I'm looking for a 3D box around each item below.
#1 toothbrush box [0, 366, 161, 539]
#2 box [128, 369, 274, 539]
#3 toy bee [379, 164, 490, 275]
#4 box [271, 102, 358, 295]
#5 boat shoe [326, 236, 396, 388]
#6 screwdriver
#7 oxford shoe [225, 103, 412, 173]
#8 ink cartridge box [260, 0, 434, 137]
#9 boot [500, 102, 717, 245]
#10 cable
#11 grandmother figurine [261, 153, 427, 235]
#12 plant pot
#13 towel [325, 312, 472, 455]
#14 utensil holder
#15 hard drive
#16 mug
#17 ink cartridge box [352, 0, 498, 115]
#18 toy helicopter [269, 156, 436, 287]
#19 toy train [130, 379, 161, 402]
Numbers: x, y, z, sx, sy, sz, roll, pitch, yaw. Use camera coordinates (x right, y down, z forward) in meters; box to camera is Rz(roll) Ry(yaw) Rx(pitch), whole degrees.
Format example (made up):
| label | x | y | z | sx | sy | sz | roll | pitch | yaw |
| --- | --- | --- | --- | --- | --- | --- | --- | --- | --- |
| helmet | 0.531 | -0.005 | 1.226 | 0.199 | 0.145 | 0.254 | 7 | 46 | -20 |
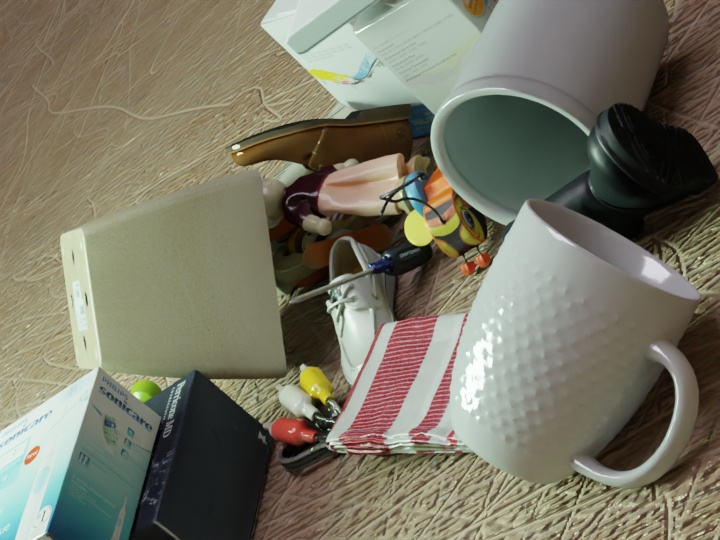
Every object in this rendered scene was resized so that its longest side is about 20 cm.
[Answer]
| label | x | y | z | sx | sy | sz | roll | pitch | yaw |
| --- | --- | --- | --- | --- | --- | --- | --- | --- | --- |
| toothbrush box | -0.271 | 0.207 | 1.609 | 0.146 | 0.085 | 0.201 | -31 | 29 | 31 |
| box | -0.200 | 0.233 | 1.695 | 0.199 | 0.117 | 0.198 | -32 | 29 | 30 |
| toy bee | 0.085 | -0.051 | 1.677 | 0.199 | 0.109 | 0.130 | -34 | 6 | -41 |
| box | -0.051 | -0.078 | 1.945 | 0.200 | 0.082 | 0.068 | -48 | 23 | -3 |
| boat shoe | -0.004 | 0.037 | 1.706 | 0.071 | 0.070 | 0.201 | -37 | 29 | 25 |
| screwdriver | 0.000 | 0.000 | 1.674 | 0.028 | 0.029 | 0.199 | 0 | 9 | 41 |
| oxford shoe | -0.040 | -0.124 | 1.869 | 0.197 | 0.072 | 0.071 | -9 | 7 | -6 |
| ink cartridge box | 0.028 | -0.263 | 1.935 | 0.145 | 0.200 | 0.147 | -3 | 50 | 57 |
| boot | 0.181 | -0.050 | 1.430 | 0.168 | 0.077 | 0.200 | -36 | -17 | 23 |
| cable | -0.028 | 0.142 | 1.620 | 0.098 | 0.050 | 0.199 | -59 | 26 | -11 |
| grandmother figurine | -0.032 | -0.078 | 1.796 | 0.198 | 0.061 | 0.121 | -6 | 22 | 25 |
| plant pot | -0.194 | 0.016 | 1.783 | 0.199 | 0.175 | 0.203 | 174 | 88 | -71 |
| towel | 0.067 | 0.092 | 1.530 | 0.199 | 0.023 | 0.145 | -7 | 46 | 42 |
| utensil holder | 0.172 | -0.163 | 1.593 | 0.169 | 0.170 | 0.201 | -21 | 33 | 45 |
| hard drive | -0.004 | -0.308 | 1.781 | 0.131 | 0.026 | 0.201 | -32 | 29 | 32 |
| mug | 0.161 | 0.073 | 1.312 | 0.200 | 0.147 | 0.177 | 38 | 107 | 37 |
| ink cartridge box | 0.099 | -0.252 | 1.801 | 0.125 | 0.200 | 0.129 | -23 | 35 | 43 |
| toy helicopter | -0.006 | -0.052 | 1.844 | 0.199 | 0.079 | 0.132 | -34 | 19 | 1 |
| toy train | -0.242 | 0.158 | 1.930 | 0.199 | 0.085 | 0.116 | -31 | 16 | 33 |
